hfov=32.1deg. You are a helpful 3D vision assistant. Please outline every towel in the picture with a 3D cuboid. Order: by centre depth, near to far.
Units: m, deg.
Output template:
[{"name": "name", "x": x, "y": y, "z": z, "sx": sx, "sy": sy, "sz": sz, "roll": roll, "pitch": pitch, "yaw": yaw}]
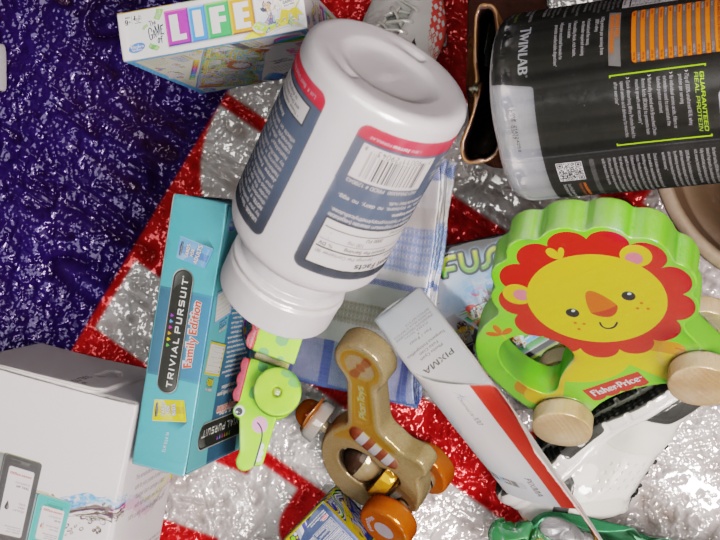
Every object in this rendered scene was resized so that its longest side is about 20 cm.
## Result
[{"name": "towel", "x": 0.000, "y": 0.000, "z": 1.007, "sx": 0.145, "sy": 0.024, "sz": 0.204, "roll": 10, "pitch": 95, "yaw": 31}]

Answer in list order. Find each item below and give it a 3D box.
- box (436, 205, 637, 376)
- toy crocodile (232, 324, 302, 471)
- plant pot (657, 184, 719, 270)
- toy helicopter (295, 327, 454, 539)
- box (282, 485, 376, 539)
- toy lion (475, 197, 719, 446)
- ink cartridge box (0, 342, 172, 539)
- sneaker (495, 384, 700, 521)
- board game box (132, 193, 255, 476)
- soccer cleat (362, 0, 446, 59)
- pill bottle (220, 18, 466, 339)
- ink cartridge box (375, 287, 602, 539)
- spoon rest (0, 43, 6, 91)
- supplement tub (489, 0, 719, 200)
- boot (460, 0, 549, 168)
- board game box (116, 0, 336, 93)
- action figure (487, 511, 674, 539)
[{"name": "box", "x": 0.134, "y": 0.022, "z": 1.006, "sx": 0.197, "sy": 0.035, "sz": 0.112, "roll": -12, "pitch": 90, "yaw": 9}, {"name": "toy crocodile", "x": -0.066, "y": 0.058, "z": 0.976, "sx": 0.061, "sy": 0.068, "sz": 0.203, "roll": 17, "pitch": 85, "yaw": -3}, {"name": "plant pot", "x": 0.319, "y": -0.075, "z": 0.894, "sx": 0.197, "sy": 0.174, "sz": 0.204, "roll": -3, "pitch": 82, "yaw": 21}, {"name": "toy helicopter", "x": 0.000, "y": 0.115, "z": 0.972, "sx": 0.131, "sy": 0.079, "sz": 0.202, "roll": 23, "pitch": 140, "yaw": 25}, {"name": "box", "x": -0.071, "y": 0.274, "z": 1.028, "sx": 0.064, "sy": 0.070, "sz": 0.200, "roll": 45, "pitch": 97, "yaw": 5}, {"name": "toy lion", "x": 0.158, "y": 0.031, "z": 0.879, "sx": 0.191, "sy": 0.069, "sz": 0.199, "roll": 38, "pitch": 137, "yaw": -26}, {"name": "ink cartridge box", "x": -0.240, "y": 0.177, "z": 1.011, "sx": 0.144, "sy": 0.147, "sz": 0.203, "roll": 13, "pitch": 93, "yaw": 8}, {"name": "sneaker", "x": 0.205, "y": 0.141, "z": 0.991, "sx": 0.199, "sy": 0.074, "sz": 0.080, "roll": -38, "pitch": 102, "yaw": 13}, {"name": "board game box", "x": -0.115, "y": 0.045, "z": 0.984, "sx": 0.046, "sy": 0.151, "sz": 0.204, "roll": 11, "pitch": 93, "yaw": 14}, {"name": "soccer cleat", "x": 0.017, "y": -0.162, "z": 0.966, "sx": 0.068, "sy": 0.085, "sz": 0.203, "roll": 6, "pitch": 71, "yaw": 27}, {"name": "pill bottle", "x": -0.021, "y": -0.057, "z": 0.859, "sx": 0.119, "sy": 0.120, "sz": 0.201, "roll": 34, "pitch": 122, "yaw": 6}, {"name": "ink cartridge box", "x": 0.097, "y": 0.122, "z": 0.896, "sx": 0.047, "sy": 0.201, "sz": 0.161, "roll": -35, "pitch": 127, "yaw": 2}, {"name": "spoon rest", "x": -0.405, "y": -0.174, "z": 1.065, "sx": 0.196, "sy": 0.061, "sz": 0.101, "roll": -1, "pitch": 92, "yaw": 8}, {"name": "supplement tub", "x": 0.189, "y": -0.113, "z": 0.792, "sx": 0.197, "sy": 0.122, "sz": 0.125, "roll": -4, "pitch": 92, "yaw": 21}, {"name": "boot", "x": 0.094, "y": -0.171, "z": 0.920, "sx": 0.067, "sy": 0.200, "sz": 0.192, "roll": 8, "pitch": 94, "yaw": 13}, {"name": "board game box", "x": -0.088, "y": -0.172, "z": 0.948, "sx": 0.132, "sy": 0.200, "sz": 0.035, "roll": -8, "pitch": 90, "yaw": 8}, {"name": "action figure", "x": 0.190, "y": 0.236, "z": 0.966, "sx": 0.197, "sy": 0.055, "sz": 0.119, "roll": 21, "pitch": 123, "yaw": -1}]
